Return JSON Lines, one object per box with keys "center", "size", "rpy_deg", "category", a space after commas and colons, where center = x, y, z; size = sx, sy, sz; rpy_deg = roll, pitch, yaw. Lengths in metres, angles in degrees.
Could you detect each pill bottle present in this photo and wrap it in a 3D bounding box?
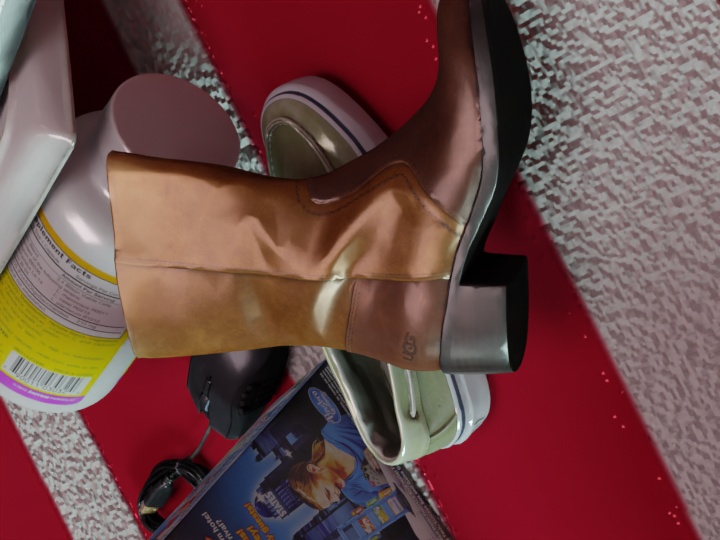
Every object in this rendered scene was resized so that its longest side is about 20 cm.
{"center": [-0.139, -0.016, 1.175], "size": [0.104, 0.104, 0.200], "rpy_deg": [51, 134, 12], "category": "pill bottle"}

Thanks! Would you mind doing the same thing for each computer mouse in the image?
{"center": [-0.092, 0.088, 1.231], "size": [0.059, 0.034, 0.200], "rpy_deg": [43, 133, 18], "category": "computer mouse"}

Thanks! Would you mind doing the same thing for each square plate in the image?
{"center": [-0.209, -0.088, 1.187], "size": [0.200, 0.028, 0.199], "rpy_deg": [-51, 41, 43], "category": "square plate"}

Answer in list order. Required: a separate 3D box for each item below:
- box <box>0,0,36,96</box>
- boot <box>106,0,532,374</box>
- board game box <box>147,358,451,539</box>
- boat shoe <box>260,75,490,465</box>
{"center": [-0.237, -0.107, 1.165], "size": [0.201, 0.049, 0.161], "rpy_deg": [-66, 33, 25], "category": "box"}
{"center": [-0.021, -0.046, 1.029], "size": [0.199, 0.068, 0.189], "rpy_deg": [4, 112, 17], "category": "boot"}
{"center": [-0.038, 0.172, 1.102], "size": [0.200, 0.200, 0.062], "rpy_deg": [56, 134, 8], "category": "board game box"}
{"center": [0.000, 0.000, 1.085], "size": [0.072, 0.062, 0.201], "rpy_deg": [-27, 90, 46], "category": "boat shoe"}
